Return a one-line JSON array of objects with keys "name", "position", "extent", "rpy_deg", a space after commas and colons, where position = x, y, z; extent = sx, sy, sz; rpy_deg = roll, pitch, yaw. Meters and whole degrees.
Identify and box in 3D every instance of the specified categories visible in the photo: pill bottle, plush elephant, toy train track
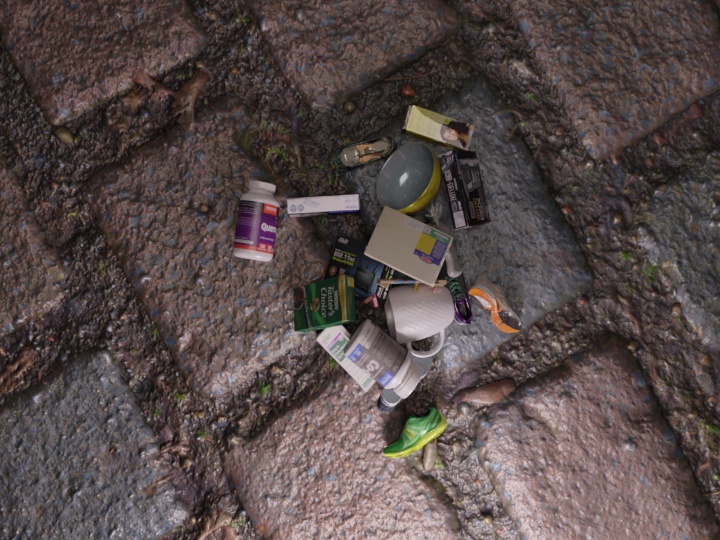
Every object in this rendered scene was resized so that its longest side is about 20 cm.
[{"name": "pill bottle", "position": [-0.279, -0.133, 1.696], "extent": [0.108, 0.112, 0.208], "rpy_deg": [8, 89, -2]}, {"name": "pill bottle", "position": [0.061, 0.231, 1.628], "extent": [0.198, 0.114, 0.115], "rpy_deg": [38, 88, -2]}, {"name": "plush elephant", "position": [0.169, -0.083, 1.684], "extent": [0.160, 0.154, 0.208], "rpy_deg": [-9, 102, -25]}, {"name": "toy train track", "position": [0.133, 0.039, 1.612], "extent": [0.194, 0.114, 0.034], "rpy_deg": [1, 99, -24]}]

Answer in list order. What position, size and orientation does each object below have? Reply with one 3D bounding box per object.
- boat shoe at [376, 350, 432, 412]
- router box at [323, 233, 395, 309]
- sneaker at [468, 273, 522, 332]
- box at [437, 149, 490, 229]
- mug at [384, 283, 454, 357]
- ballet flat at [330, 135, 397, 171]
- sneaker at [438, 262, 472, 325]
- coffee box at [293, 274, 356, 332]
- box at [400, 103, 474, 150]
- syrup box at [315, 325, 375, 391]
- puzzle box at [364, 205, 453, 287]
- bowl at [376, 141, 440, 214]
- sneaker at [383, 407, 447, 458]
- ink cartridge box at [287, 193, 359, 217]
[{"name": "boat shoe", "position": [0.116, 0.304, 1.730], "extent": [0.071, 0.092, 0.199], "rpy_deg": [44, 60, 11]}, {"name": "router box", "position": [0.000, 0.000, 1.675], "extent": [0.196, 0.061, 0.155], "rpy_deg": [18, 88, 40]}, {"name": "sneaker", "position": [0.385, 0.086, 1.740], "extent": [0.199, 0.075, 0.093], "rpy_deg": [43, 48, -18]}, {"name": "box", "position": [0.283, -0.219, 1.699], "extent": [0.049, 0.156, 0.207], "rpy_deg": [-13, 89, 35]}, {"name": "mug", "position": [0.164, 0.134, 1.697], "extent": [0.169, 0.148, 0.207], "rpy_deg": [-11, 99, -7]}, {"name": "ballet flat", "position": [0.007, -0.329, 1.732], "extent": [0.194, 0.074, 0.077], "rpy_deg": [-20, 90, -2]}, {"name": "sneaker", "position": [0.267, 0.051, 1.726], "extent": [0.072, 0.088, 0.206], "rpy_deg": [-22, 90, -3]}, {"name": "coffee box", "position": [-0.098, 0.090, 1.666], "extent": [0.196, 0.043, 0.128], "rpy_deg": [-13, 73, 39]}, {"name": "box", "position": [0.214, -0.394, 1.750], "extent": [0.193, 0.050, 0.078], "rpy_deg": [17, 89, -1]}, {"name": "syrup box", "position": [-0.030, 0.227, 1.716], "extent": [0.079, 0.081, 0.200], "rpy_deg": [-44, 92, -5]}, {"name": "puzzle box", "position": [0.122, -0.061, 1.577], "extent": [0.195, 0.025, 0.136], "rpy_deg": [26, 81, 9]}, {"name": "bowl", "position": [0.149, -0.232, 1.705], "extent": [0.107, 0.198, 0.204], "rpy_deg": [30, 88, -43]}, {"name": "sneaker", "position": [0.145, 0.451, 1.734], "extent": [0.196, 0.074, 0.085], "rpy_deg": [-32, 65, 1]}, {"name": "ink cartridge box", "position": [-0.100, -0.176, 1.713], "extent": [0.192, 0.094, 0.046], "rpy_deg": [-4, 89, -2]}]
